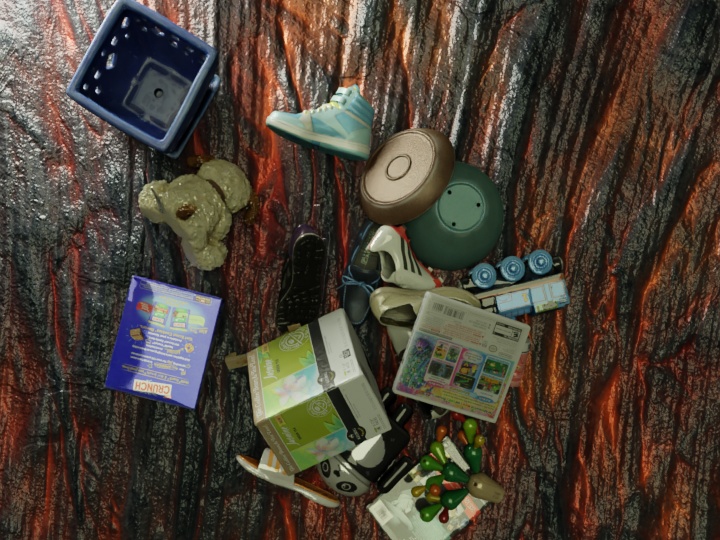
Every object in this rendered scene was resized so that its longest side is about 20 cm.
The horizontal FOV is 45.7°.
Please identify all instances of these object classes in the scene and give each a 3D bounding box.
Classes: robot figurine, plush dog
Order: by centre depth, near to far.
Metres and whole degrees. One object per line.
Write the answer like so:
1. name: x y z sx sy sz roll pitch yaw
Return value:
1. robot figurine: 0.008 0.301 1.506 0.200 0.150 0.125 -49 127 -4
2. plush dog: -0.273 -0.130 1.524 0.200 0.160 0.172 44 60 -1

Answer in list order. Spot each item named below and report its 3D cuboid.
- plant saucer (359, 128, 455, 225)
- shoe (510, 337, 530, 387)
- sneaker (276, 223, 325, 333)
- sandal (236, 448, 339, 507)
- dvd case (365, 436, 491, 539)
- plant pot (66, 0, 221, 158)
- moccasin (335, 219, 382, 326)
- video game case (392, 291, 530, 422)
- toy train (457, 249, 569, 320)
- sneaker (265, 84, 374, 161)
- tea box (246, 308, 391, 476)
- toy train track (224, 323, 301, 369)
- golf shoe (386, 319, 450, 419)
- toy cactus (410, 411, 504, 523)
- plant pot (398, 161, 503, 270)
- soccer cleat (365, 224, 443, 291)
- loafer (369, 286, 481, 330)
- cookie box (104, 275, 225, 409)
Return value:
1. plant saucer: 0.074 -0.176 1.517 0.201 0.200 0.034 -52 134 -3
2. shoe: 0.204 0.149 1.549 0.197 0.071 0.092 13 105 12
3. sneaker: -0.110 0.015 1.553 0.075 0.088 0.203 9 110 -20
4. sandal: -0.123 0.358 1.528 0.205 0.079 0.060 26 85 -9
5. dvd case: 0.129 0.423 1.557 0.199 0.022 0.146 -40 89 -5
6. plant pot: -0.365 -0.324 1.501 0.198 0.180 0.202 29 86 0
7. moccasin: 0.000 0.000 1.551 0.079 0.068 0.203 8 86 -2
8. video game case: 0.174 0.152 1.476 0.197 0.024 0.184 18 98 -13
9. toy train: 0.279 0.034 1.549 0.197 0.087 0.116 -14 84 -3
10. sneaker: -0.066 -0.288 1.563 0.197 0.079 0.132 16 88 -10
11. tea box: -0.076 0.202 1.447 0.195 0.201 0.135 -26 121 2
12. toy train track: -0.148 0.140 1.547 0.197 0.033 0.116 -13 128 3
13. golf shoe: 0.101 0.172 1.526 0.078 0.094 0.201 -38 85 40
14. toy cactus: 0.184 0.364 1.515 0.163 0.102 0.202 26 77 -11
15. plant pot: 0.170 -0.106 1.531 0.197 0.135 0.203 0 86 -2
16. soccer cleat: 0.083 0.008 1.532 0.085 0.068 0.201 -43 113 -22
17. loafer: 0.113 0.075 1.498 0.197 0.069 0.076 0 129 4
18. cookie box: -0.348 0.128 1.528 0.169 0.075 0.203 14 86 -2
